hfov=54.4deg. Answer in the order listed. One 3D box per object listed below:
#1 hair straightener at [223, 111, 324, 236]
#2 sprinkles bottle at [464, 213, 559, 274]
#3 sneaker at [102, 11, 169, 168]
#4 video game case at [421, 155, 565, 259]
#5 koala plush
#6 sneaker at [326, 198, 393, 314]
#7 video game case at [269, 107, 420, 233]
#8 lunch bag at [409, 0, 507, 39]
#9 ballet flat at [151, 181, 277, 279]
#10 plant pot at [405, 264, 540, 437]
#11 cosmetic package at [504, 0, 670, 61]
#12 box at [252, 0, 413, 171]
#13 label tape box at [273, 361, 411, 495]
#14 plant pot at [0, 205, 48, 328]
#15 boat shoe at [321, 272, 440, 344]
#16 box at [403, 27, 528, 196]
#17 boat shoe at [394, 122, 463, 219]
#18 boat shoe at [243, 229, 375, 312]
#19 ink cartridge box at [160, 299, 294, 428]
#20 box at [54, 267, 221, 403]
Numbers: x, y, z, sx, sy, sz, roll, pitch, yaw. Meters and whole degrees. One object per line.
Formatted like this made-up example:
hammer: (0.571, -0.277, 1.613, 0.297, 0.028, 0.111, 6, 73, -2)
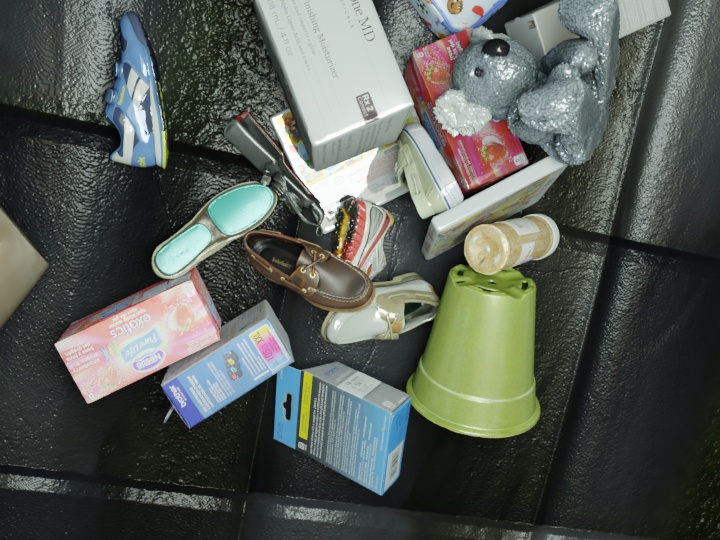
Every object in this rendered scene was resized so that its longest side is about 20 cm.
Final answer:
hair straightener: (-0.119, -0.123, 0.966, 0.041, 0.077, 0.201, -30, 103, 32)
sprinkles bottle: (0.219, -0.040, 0.999, 0.199, 0.067, 0.070, -13, 109, -54)
sneaker: (-0.302, -0.234, 0.922, 0.081, 0.074, 0.204, -6, 101, -7)
video game case: (0.181, -0.086, 0.981, 0.198, 0.182, 0.023, -28, 80, -4)
koala plush: (0.197, -0.224, 0.854, 0.197, 0.184, 0.180, 17, 75, 28)
sneaker: (0.000, 0.000, 1.019, 0.081, 0.078, 0.203, 4, 113, -30)
video game case: (-0.005, -0.179, 1.014, 0.198, 0.023, 0.184, -26, 105, -4)
lunch bag: (0.124, -0.437, 0.962, 0.160, 0.076, 0.201, -39, 106, -3)
ballet flat: (-0.207, -0.060, 0.981, 0.198, 0.062, 0.068, -34, 95, -10)
plant pot: (0.171, 0.097, 0.992, 0.196, 0.201, 0.193, 1, 111, -11)
cosmetic package: (0.319, -0.356, 0.997, 0.198, 0.107, 0.091, -27, 105, -3)
box: (-0.036, -0.252, 0.881, 0.129, 0.200, 0.202, -22, 90, -3)
label tape box: (-0.030, 0.218, 1.035, 0.198, 0.063, 0.147, 20, 118, 27)
plant pot: (-0.502, 0.003, 0.883, 0.173, 0.199, 0.201, -40, 106, -17)
boat shoe: (0.036, 0.060, 0.995, 0.198, 0.068, 0.076, -24, 137, -35)
box: (0.142, -0.212, 0.970, 0.094, 0.100, 0.203, -22, 89, -5)
boat shoe: (0.075, -0.137, 0.925, 0.061, 0.201, 0.073, -26, 122, 4)
boat shoe: (-0.075, -0.002, 0.950, 0.197, 0.071, 0.071, 17, 67, 22)
ink cartridge box: (-0.197, 0.134, 0.979, 0.198, 0.136, 0.077, -30, 102, -3)
box: (-0.300, 0.085, 0.968, 0.197, 0.103, 0.096, -26, 104, -6)
